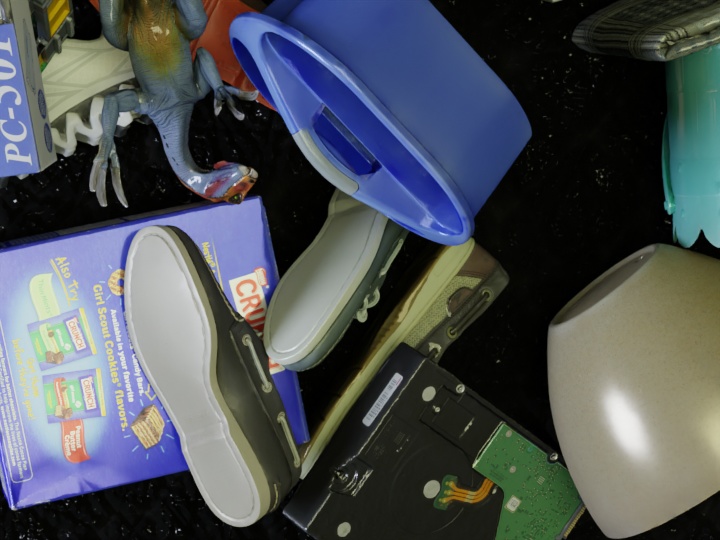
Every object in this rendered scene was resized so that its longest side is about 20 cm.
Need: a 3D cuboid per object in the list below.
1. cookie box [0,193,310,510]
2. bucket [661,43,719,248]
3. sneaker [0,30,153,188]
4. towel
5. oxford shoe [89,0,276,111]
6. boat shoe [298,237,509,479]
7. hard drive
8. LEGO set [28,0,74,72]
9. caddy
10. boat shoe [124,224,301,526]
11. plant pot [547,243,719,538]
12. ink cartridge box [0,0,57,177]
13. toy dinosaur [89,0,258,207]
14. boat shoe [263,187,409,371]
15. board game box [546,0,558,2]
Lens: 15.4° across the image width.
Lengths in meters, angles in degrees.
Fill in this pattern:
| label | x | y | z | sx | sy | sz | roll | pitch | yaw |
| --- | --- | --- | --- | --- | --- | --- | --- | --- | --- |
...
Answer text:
| label | x | y | z | sx | sy | sz | roll | pitch | yaw |
| --- | --- | --- | --- | --- | --- | --- | --- | --- | --- |
| cookie box | -0.149 | 0.051 | 1.739 | 0.200 | 0.075 | 0.171 | -12 | 98 | -10 |
| bucket | 0.296 | -0.098 | 1.757 | 0.207 | 0.207 | 0.135 | -10 | 96 | -11 |
| sneaker | -0.215 | -0.104 | 1.719 | 0.200 | 0.075 | 0.081 | -26 | 92 | -16 |
| towel | 0.251 | -0.188 | 1.739 | 0.200 | 0.193 | 0.035 | -23 | 101 | -7 |
| oxford shoe | -0.106 | -0.164 | 1.732 | 0.200 | 0.073 | 0.071 | 34 | 96 | -13 |
| boat shoe | 0.029 | 0.065 | 1.780 | 0.066 | 0.072 | 0.201 | 35 | 83 | -8 |
| hard drive | 0.057 | 0.152 | 1.772 | 0.200 | 0.038 | 0.140 | 36 | 88 | -37 |
| LEGO set | -0.270 | -0.164 | 1.639 | 0.200 | 0.116 | 0.154 | 39 | 73 | 10 |
| caddy | 0.007 | -0.100 | 1.640 | 0.200 | 0.141 | 0.105 | 46 | 75 | -17 |
| boat shoe | -0.091 | 0.060 | 1.694 | 0.063 | 0.073 | 0.200 | -27 | 101 | -46 |
| plant pot | 0.200 | 0.062 | 1.755 | 0.200 | 0.200 | 0.135 | -39 | 96 | -6 |
| ink cartridge box | -0.246 | -0.153 | 1.578 | 0.094 | 0.044 | 0.200 | -7 | 102 | 8 |
| toy dinosaur | -0.109 | -0.132 | 1.664 | 0.105 | 0.182 | 0.200 | -2 | 55 | 8 |
| boat shoe | 0.000 | 0.000 | 1.731 | 0.062 | 0.073 | 0.200 | 53 | 42 | -28 |
| board game box | 0.191 | -0.230 | 1.746 | 0.200 | 0.148 | 0.064 | -17 | 100 | -10 |
